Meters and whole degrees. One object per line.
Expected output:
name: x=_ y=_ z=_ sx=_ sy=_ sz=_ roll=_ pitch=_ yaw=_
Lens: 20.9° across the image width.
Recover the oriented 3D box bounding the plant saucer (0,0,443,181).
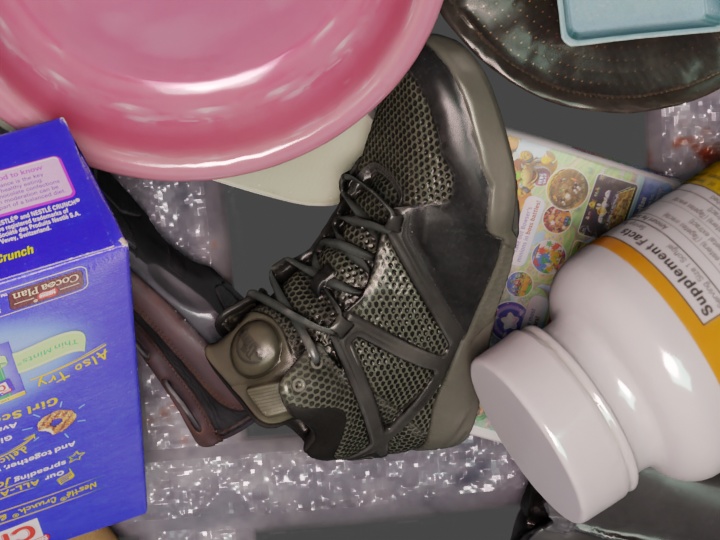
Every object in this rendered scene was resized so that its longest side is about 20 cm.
plant saucer: x=-0.066 y=-0.129 z=0.746 sx=0.200 sy=0.051 sz=0.201 roll=-5 pitch=128 yaw=-6

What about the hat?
hat: x=0.112 y=-0.157 z=0.830 sx=0.201 sy=0.081 sz=0.201 roll=0 pitch=86 yaw=-5

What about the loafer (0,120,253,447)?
loafer: x=-0.115 y=0.003 z=0.870 sx=0.200 sy=0.072 sz=0.063 roll=43 pitch=102 yaw=-15

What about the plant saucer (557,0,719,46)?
plant saucer: x=0.101 y=-0.190 z=0.782 sx=0.070 sy=0.019 sz=0.200 roll=-7 pitch=87 yaw=-6

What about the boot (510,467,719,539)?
boot: x=0.163 y=0.159 z=0.915 sx=0.200 sy=0.066 sz=0.165 roll=14 pitch=109 yaw=-9

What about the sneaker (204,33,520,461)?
sneaker: x=0.000 y=0.000 z=0.816 sx=0.114 sy=0.076 sz=0.199 roll=-12 pitch=129 yaw=-29

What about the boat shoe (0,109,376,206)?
boat shoe: x=-0.087 y=-0.082 z=0.848 sx=0.201 sy=0.072 sz=0.070 roll=17 pitch=110 yaw=-14

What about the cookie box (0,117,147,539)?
cookie box: x=-0.180 y=0.048 z=0.786 sx=0.171 sy=0.075 sz=0.200 roll=-17 pitch=146 yaw=-17

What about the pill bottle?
pill bottle: x=0.151 y=0.020 z=0.829 sx=0.200 sy=0.111 sz=0.111 roll=-32 pitch=104 yaw=-11

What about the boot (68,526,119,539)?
boot: x=-0.143 y=0.209 z=0.919 sx=0.175 sy=0.066 sz=0.200 roll=-36 pitch=104 yaw=6

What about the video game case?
video game case: x=0.106 y=0.019 z=0.911 sx=0.200 sy=0.018 sz=0.143 roll=16 pitch=103 yaw=-7
